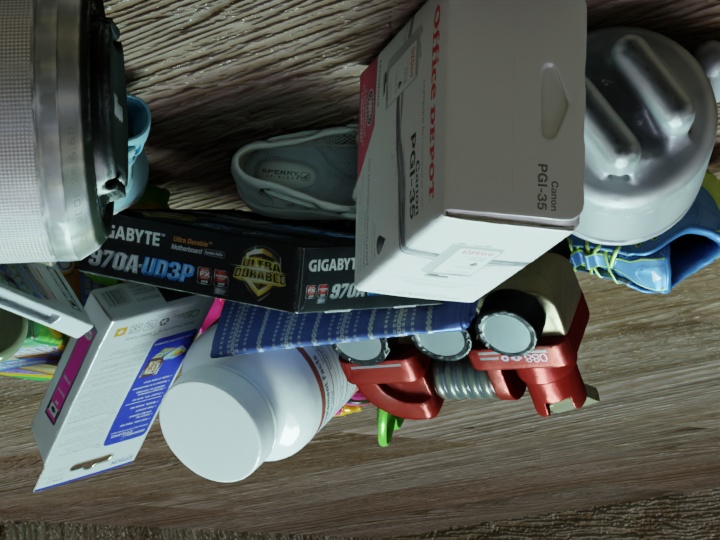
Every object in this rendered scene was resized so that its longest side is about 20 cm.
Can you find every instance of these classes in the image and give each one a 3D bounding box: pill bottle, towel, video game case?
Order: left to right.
[{"bbox_3d":[-0.256,-0.031,1.638,0.018,0.143,0.200,-36,161,7],"label":"video game case"},{"bbox_3d":[-0.061,0.070,1.823,0.112,0.112,0.200,-11,-160,36],"label":"pill bottle"},{"bbox_3d":[0.000,0.000,1.746,0.200,0.145,0.024,-7,133,25],"label":"towel"}]

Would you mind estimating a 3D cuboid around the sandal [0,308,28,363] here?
[{"bbox_3d":[-0.297,-0.019,1.635,0.201,0.080,0.057,40,165,-2],"label":"sandal"}]

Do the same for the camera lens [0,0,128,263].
[{"bbox_3d":[-0.228,-0.082,1.318,0.200,0.160,0.160,-2,168,0],"label":"camera lens"}]

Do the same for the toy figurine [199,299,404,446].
[{"bbox_3d":[-0.050,0.061,2.073,0.184,0.150,0.200,8,-147,7],"label":"toy figurine"}]

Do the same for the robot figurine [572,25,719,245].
[{"bbox_3d":[0.158,-0.080,1.520,0.169,0.113,0.200,-33,169,-3],"label":"robot figurine"}]

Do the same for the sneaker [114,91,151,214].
[{"bbox_3d":[-0.162,-0.078,1.564,0.082,0.074,0.200,-4,170,17],"label":"sneaker"}]

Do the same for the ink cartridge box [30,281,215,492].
[{"bbox_3d":[-0.180,0.081,1.812,0.095,0.037,0.200,-15,145,-39],"label":"ink cartridge box"}]

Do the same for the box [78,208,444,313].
[{"bbox_3d":[-0.065,-0.009,1.664,0.200,0.046,0.159,10,-173,38],"label":"box"}]

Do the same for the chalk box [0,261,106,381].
[{"bbox_3d":[-0.256,0.006,1.827,0.124,0.125,0.200,-9,168,29],"label":"chalk box"}]

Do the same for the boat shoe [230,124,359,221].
[{"bbox_3d":[0.010,-0.064,1.669,0.200,0.071,0.069,-3,170,8],"label":"boat shoe"}]

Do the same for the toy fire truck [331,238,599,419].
[{"bbox_3d":[0.093,0.064,1.800,0.176,0.129,0.200,-4,129,26],"label":"toy fire truck"}]

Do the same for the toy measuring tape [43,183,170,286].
[{"bbox_3d":[-0.184,-0.011,1.742,0.073,0.074,0.200,-7,-168,23],"label":"toy measuring tape"}]

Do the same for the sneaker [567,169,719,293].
[{"bbox_3d":[0.174,-0.028,1.781,0.200,0.076,0.105,-11,-147,-5],"label":"sneaker"}]

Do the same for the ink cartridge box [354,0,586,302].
[{"bbox_3d":[0.060,-0.074,1.445,0.083,0.147,0.200,5,166,-13],"label":"ink cartridge box"}]
